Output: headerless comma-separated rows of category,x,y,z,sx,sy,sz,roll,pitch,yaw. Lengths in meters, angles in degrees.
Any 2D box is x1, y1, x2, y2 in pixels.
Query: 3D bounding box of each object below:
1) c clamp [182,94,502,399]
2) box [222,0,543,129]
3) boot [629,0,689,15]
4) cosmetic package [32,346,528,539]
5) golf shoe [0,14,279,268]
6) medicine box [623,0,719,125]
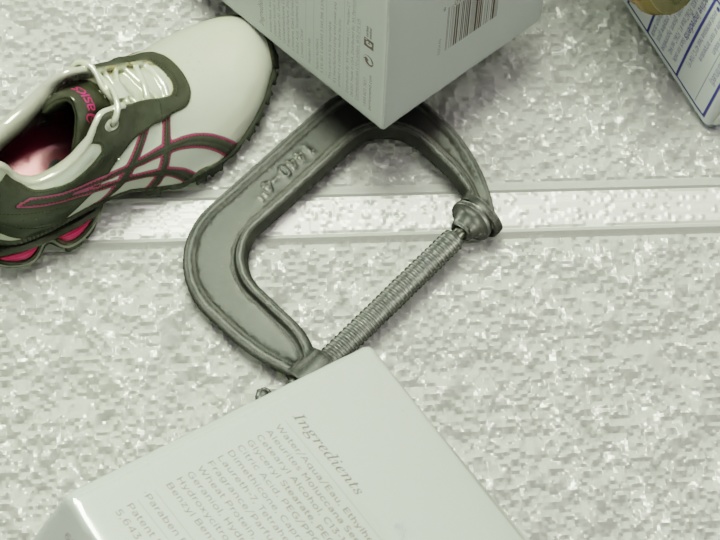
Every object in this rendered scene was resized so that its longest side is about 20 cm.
c clamp,0.000,0.000,1.013,0.170,0.027,0.200,36,70,14
box,-0.011,-0.191,1.017,0.124,0.098,0.200,-36,61,-26
boot,0.087,-0.219,1.035,0.066,0.199,0.177,-23,106,-35
cosmetic package,-0.043,0.167,0.821,0.165,0.165,0.199,50,40,14
golf shoe,-0.121,-0.077,0.996,0.200,0.088,0.077,-37,74,-20
medicine box,0.228,-0.216,1.080,0.181,0.103,0.201,-26,73,-15
